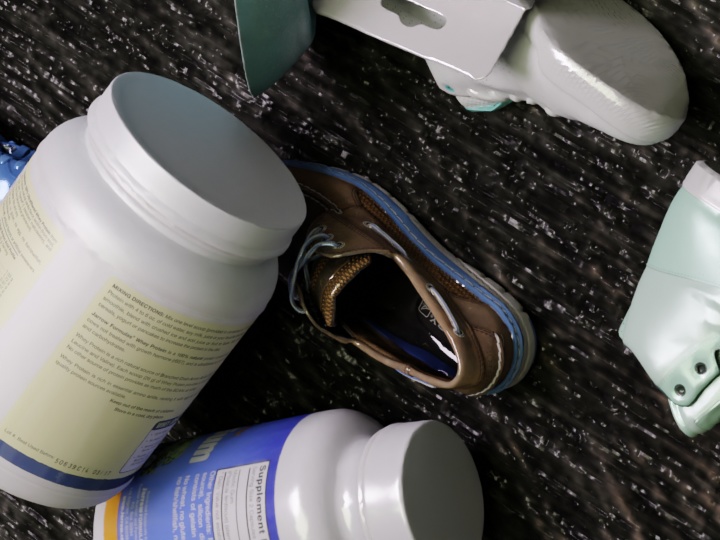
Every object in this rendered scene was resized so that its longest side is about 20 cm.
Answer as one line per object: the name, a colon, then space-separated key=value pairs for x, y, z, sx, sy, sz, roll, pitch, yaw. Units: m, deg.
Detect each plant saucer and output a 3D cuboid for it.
plant saucer: x=-0.045 y=-0.190 z=1.247 sx=0.036 sy=0.200 sz=0.201 roll=-3 pitch=96 yaw=1

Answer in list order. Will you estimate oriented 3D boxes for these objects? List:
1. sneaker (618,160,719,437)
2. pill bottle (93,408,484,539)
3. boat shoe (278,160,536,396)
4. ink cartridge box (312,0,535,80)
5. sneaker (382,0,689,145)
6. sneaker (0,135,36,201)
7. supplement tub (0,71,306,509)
sneaker: x=0.214 y=0.045 z=1.161 sx=0.200 sy=0.074 sz=0.118 roll=37 pitch=108 yaw=34
pill bottle: x=-0.037 y=0.136 z=1.314 sx=0.200 sy=0.112 sz=0.112 roll=-14 pitch=89 yaw=32
boat shoe: x=0.000 y=0.000 z=1.294 sx=0.200 sy=0.072 sz=0.072 roll=30 pitch=112 yaw=26
ink cartridge box: x=0.054 y=-0.208 z=1.188 sx=0.116 sy=0.068 sz=0.200 roll=25 pitch=83 yaw=28
sneaker: x=0.081 y=-0.109 z=1.239 sx=0.200 sy=0.075 sz=0.089 roll=40 pitch=128 yaw=28
sneaker: x=-0.178 y=-0.054 z=1.396 sx=0.200 sy=0.077 sz=0.111 roll=49 pitch=125 yaw=13
supplement tub: x=-0.134 y=0.011 z=1.274 sx=0.145 sy=0.145 sz=0.200 roll=46 pitch=113 yaw=19
